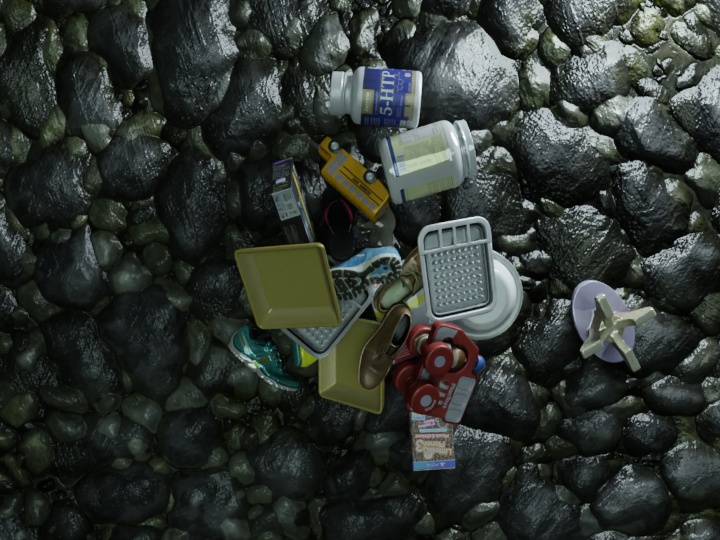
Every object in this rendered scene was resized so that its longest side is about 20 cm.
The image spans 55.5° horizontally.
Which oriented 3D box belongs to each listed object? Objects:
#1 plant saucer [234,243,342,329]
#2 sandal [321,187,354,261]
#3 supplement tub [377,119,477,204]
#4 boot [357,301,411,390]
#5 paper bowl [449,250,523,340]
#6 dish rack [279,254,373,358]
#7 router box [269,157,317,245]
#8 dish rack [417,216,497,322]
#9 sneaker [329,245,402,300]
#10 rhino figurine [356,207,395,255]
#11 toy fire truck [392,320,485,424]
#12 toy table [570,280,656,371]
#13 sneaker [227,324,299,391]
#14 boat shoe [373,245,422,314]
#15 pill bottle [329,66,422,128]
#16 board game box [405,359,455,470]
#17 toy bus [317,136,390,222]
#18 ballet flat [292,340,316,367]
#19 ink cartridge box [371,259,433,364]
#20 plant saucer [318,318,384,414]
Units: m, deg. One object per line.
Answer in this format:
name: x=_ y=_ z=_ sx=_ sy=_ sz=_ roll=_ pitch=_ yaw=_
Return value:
plant saucer: x=-0.144 y=0.025 z=1.431 sx=0.193 sy=0.049 sz=0.205 roll=-3 pitch=123 yaw=15
sandal: x=-0.047 y=-0.113 z=1.506 sx=0.073 sy=0.046 sz=0.204 roll=-10 pitch=53 yaw=2
supplement tub: x=0.145 y=-0.239 z=1.491 sx=0.194 sy=0.145 sz=0.150 roll=-15 pitch=97 yaw=3
boot: x=0.050 y=0.167 z=1.434 sx=0.072 sy=0.076 sz=0.204 roll=23 pitch=100 yaw=-12
paper bowl: x=0.268 y=0.055 z=1.547 sx=0.194 sy=0.104 sz=0.208 roll=0 pitch=98 yaw=0
dish rack: x=-0.081 y=0.083 z=1.517 sx=0.170 sy=0.044 sz=0.201 roll=35 pitch=75 yaw=22
router box: x=-0.140 y=-0.116 z=1.474 sx=0.051 sy=0.159 sz=0.204 roll=-15 pitch=120 yaw=4
dish rack: x=0.200 y=-0.002 z=1.448 sx=0.166 sy=0.043 sz=0.207 roll=-10 pitch=97 yaw=-17
sneaker: x=0.000 y=0.000 z=1.488 sx=0.194 sy=0.091 sz=0.080 roll=-15 pitch=118 yaw=14
rhino figurine: x=0.038 y=-0.095 z=1.552 sx=0.084 sy=0.060 sz=0.207 roll=0 pitch=84 yaw=13
toy fire truck: x=0.171 y=0.210 z=1.413 sx=0.164 sy=0.112 sz=0.205 roll=16 pitch=101 yaw=-24
toy table: x=0.560 y=0.126 z=1.542 sx=0.183 sy=0.117 sz=0.201 roll=-42 pitch=95 yaw=6
sneaker: x=-0.217 y=0.209 z=1.593 sx=0.199 sy=0.077 sz=0.080 roll=40 pitch=88 yaw=-3
boat shoe: x=0.107 y=0.021 z=1.476 sx=0.075 sy=0.074 sz=0.201 roll=41 pitch=95 yaw=-4
pill bottle: x=0.033 y=-0.377 z=1.490 sx=0.193 sy=0.120 sz=0.124 roll=4 pitch=97 yaw=1
board game box: x=0.156 y=0.321 z=1.553 sx=0.093 sy=0.160 sz=0.207 roll=-4 pitch=97 yaw=3
toy bus: x=-0.019 y=-0.203 z=1.514 sx=0.199 sy=0.065 sz=0.079 roll=41 pitch=87 yaw=11
ballet flat: x=-0.134 y=0.119 z=1.588 sx=0.065 sy=0.067 sz=0.207 roll=-11 pitch=93 yaw=-19
ink cartridge box: x=0.102 y=0.088 z=1.563 sx=0.141 sy=0.083 sz=0.206 roll=-19 pitch=96 yaw=3
plant saucer: x=-0.012 y=0.202 z=1.559 sx=0.196 sy=0.048 sz=0.207 roll=7 pitch=99 yaw=41
